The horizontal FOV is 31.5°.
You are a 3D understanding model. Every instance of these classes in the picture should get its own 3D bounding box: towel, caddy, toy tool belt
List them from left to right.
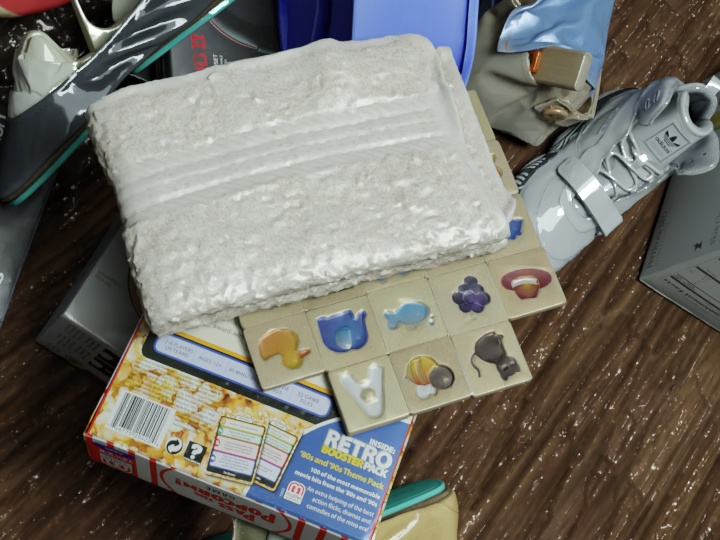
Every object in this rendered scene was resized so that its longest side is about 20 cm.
[{"bbox_3d":[-0.029,-0.049,0.652,0.199,0.035,0.133,-15,68,-13],"label":"towel"},{"bbox_3d":[0.020,-0.184,0.766,0.104,0.141,0.201,-5,113,-22],"label":"caddy"},{"bbox_3d":[0.144,-0.202,0.944,0.124,0.123,0.201,19,68,-20],"label":"toy tool belt"}]

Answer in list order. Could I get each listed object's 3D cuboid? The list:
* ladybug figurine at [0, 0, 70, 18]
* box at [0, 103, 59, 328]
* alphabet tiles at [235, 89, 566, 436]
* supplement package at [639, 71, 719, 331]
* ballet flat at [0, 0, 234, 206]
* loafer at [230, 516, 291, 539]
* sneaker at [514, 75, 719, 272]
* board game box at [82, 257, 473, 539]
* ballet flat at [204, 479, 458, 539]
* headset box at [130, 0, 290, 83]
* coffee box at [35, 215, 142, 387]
[{"bbox_3d":[-0.180,-0.216,0.760,0.136,0.199,0.072,24,39,-58],"label":"ladybug figurine"},{"bbox_3d":[-0.286,-0.054,0.748,0.199,0.036,0.144,22,67,-20],"label":"box"},{"bbox_3d":[0.008,-0.020,0.666,0.165,0.006,0.201,-15,69,-14],"label":"alphabet tiles"},{"bbox_3d":[0.334,-0.051,1.001,0.155,0.111,0.201,30,65,-16],"label":"supplement package"},{"bbox_3d":[-0.158,-0.129,0.751,0.073,0.073,0.200,46,81,-8],"label":"ballet flat"},{"bbox_3d":[-0.071,0.069,0.713,0.069,0.075,0.201,-4,67,-5],"label":"loafer"},{"bbox_3d":[0.185,-0.074,0.930,0.075,0.115,0.200,49,61,-14],"label":"sneaker"},{"bbox_3d":[-0.033,0.030,0.668,0.151,0.046,0.201,22,66,2],"label":"board game box"},{"bbox_3d":[-0.021,0.183,0.794,0.199,0.069,0.064,-10,94,-26],"label":"ballet flat"},{"bbox_3d":[-0.065,-0.147,0.856,0.199,0.075,0.150,1,76,-25],"label":"headset box"},{"bbox_3d":[-0.081,0.048,0.791,0.200,0.080,0.113,36,63,-13],"label":"coffee box"}]
